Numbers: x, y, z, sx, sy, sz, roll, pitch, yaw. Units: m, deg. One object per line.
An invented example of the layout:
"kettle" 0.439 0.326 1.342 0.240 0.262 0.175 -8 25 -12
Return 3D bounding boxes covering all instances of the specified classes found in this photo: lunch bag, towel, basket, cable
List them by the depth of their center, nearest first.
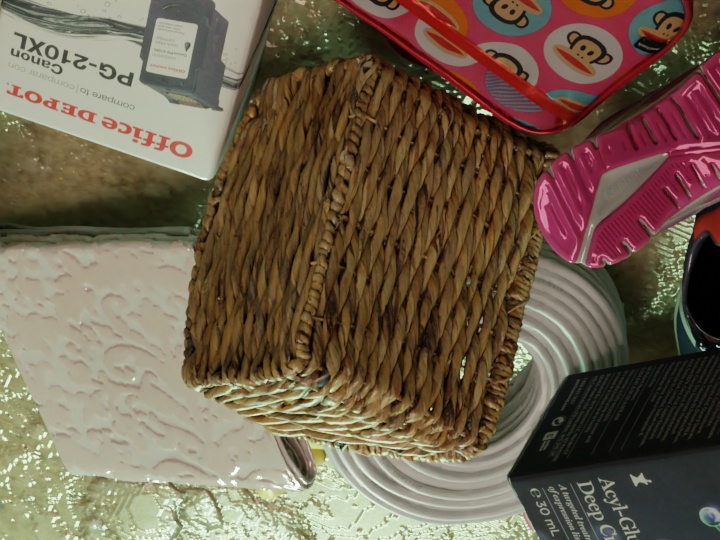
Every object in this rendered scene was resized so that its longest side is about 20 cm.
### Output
"lunch bag" 0.068 -0.168 1.627 0.200 0.082 0.176 34 136 -17
"basket" 0.000 0.000 1.692 0.149 0.201 0.143 24 160 -32
"cable" 0.066 0.058 1.790 0.199 0.069 0.201 8 117 -18
"towel" -0.137 0.054 1.871 0.199 0.032 0.191 1 125 38

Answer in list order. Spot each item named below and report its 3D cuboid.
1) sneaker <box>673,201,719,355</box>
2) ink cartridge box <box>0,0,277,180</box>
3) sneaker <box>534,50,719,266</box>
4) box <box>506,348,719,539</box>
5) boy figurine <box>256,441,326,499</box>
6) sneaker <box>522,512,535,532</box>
"sneaker" 0.215 0.029 1.753 0.075 0.085 0.200 5 133 12
"ink cartridge box" -0.120 -0.164 1.679 0.144 0.084 0.200 19 134 1
"sneaker" 0.186 -0.075 1.655 0.199 0.088 0.082 -25 95 4
"box" 0.211 0.132 1.704 0.199 0.107 0.149 -13 117 33
"boy figurine" -0.032 0.067 1.877 0.124 0.065 0.200 13 134 5
"sneaker" 0.203 0.152 1.870 0.199 0.082 0.088 20 135 -2
